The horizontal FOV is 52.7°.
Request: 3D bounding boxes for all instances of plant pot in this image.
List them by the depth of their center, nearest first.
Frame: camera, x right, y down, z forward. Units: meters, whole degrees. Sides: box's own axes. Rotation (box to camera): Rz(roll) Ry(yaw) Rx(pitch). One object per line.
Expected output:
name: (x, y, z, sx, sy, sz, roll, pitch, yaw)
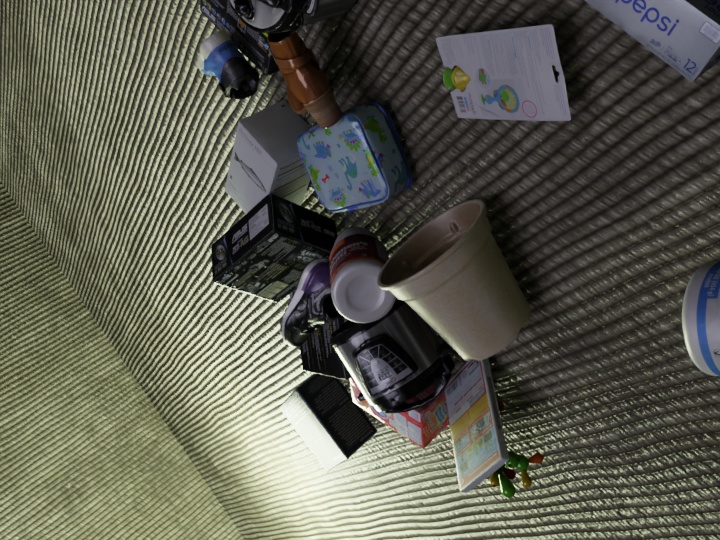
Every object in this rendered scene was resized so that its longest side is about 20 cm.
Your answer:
plant pot: (0.157, 0.026, 1.105, 0.184, 0.201, 0.200, 50, 148, -14)

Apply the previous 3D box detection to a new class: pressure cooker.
pressure cooker: (-0.104, -0.426, 1.013, 0.175, 0.199, 0.181, -3, 112, 50)
pressure cooker: (0.065, 0.156, 1.313, 0.202, 0.178, 0.176, 58, 157, -4)

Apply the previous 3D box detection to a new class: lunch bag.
lunch bag: (-0.012, -0.182, 1.216, 0.199, 0.082, 0.162, -7, 111, 54)

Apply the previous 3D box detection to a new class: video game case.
video game case: (0.195, 0.259, 1.255, 0.143, 0.017, 0.202, 123, 151, -47)

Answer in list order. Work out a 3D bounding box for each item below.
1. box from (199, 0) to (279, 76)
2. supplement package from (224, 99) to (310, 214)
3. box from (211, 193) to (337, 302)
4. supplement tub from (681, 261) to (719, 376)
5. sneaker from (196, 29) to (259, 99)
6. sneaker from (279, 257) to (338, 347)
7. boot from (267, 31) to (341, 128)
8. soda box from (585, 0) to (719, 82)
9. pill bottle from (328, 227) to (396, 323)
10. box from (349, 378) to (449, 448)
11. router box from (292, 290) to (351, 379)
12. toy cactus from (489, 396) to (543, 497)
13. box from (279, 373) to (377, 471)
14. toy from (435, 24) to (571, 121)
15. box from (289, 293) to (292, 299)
box: (-0.195, -0.470, 1.239, 0.200, 0.047, 0.194, 46, 144, 16)
supplement package: (-0.167, -0.196, 1.370, 0.117, 0.117, 0.201, 47, 146, 15)
box: (-0.165, -0.037, 1.392, 0.199, 0.162, 0.087, -36, 50, 35)
supplement tub: (0.461, 0.053, 0.767, 0.199, 0.131, 0.133, -4, 115, 52)
sneaker: (-0.238, -0.357, 1.326, 0.112, 0.076, 0.200, 56, 170, -9)
sneaker: (-0.089, 0.083, 1.371, 0.087, 0.075, 0.202, 41, 128, 27)
boot: (-0.105, -0.320, 1.150, 0.156, 0.076, 0.201, 56, -175, -34)
soda box: (0.294, -0.287, 0.747, 0.200, 0.068, 0.064, 46, 147, 16)
pill bottle: (0.000, 0.000, 1.251, 0.200, 0.108, 0.111, -101, -7, -67)
box: (0.079, 0.248, 1.453, 0.199, 0.094, 0.104, 26, 136, 38)
router box: (-0.069, 0.107, 1.449, 0.148, 0.051, 0.203, 3, 102, 51)
toy cactus: (0.242, 0.303, 1.318, 0.202, 0.101, 0.165, 66, 164, -19)
box: (-0.079, 0.354, 1.735, 0.201, 0.107, 0.149, 52, 146, 7)
toy: (0.188, -0.255, 0.931, 0.199, 0.047, 0.116, 14, 132, 50)
box: (-0.078, 0.065, 1.547, 0.199, 0.040, 0.138, 1, 118, 51)
